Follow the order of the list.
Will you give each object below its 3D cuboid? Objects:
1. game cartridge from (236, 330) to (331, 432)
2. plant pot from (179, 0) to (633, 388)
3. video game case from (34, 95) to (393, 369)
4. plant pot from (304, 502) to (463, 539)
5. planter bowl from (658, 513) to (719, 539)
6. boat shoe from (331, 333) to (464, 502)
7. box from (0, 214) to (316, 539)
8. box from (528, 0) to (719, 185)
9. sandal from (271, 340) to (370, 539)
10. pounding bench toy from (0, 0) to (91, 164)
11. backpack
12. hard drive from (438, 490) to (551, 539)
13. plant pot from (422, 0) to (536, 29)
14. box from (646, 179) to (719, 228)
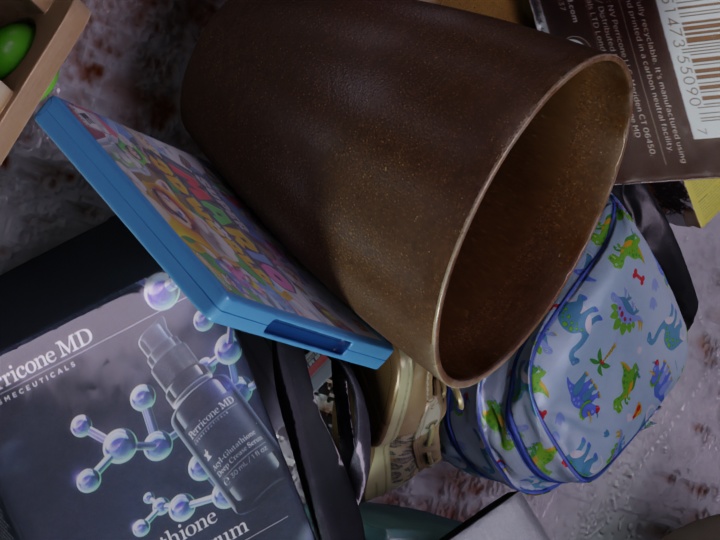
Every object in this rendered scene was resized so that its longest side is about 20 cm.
[{"bbox_3d":[-0.042,-0.003,1.288,0.200,0.041,0.134,-46,119,-25],"label":"game cartridge"},{"bbox_3d":[0.010,-0.068,1.148,0.187,0.199,0.188,-48,155,-31],"label":"plant pot"},{"bbox_3d":[-0.069,-0.016,1.108,0.018,0.143,0.200,-47,157,10],"label":"video game case"},{"bbox_3d":[0.049,0.218,1.333,0.199,0.141,0.142,24,81,-37],"label":"plant pot"},{"bbox_3d":[0.232,0.258,1.478,0.200,0.134,0.202,7,82,-53],"label":"planter bowl"},{"bbox_3d":[0.023,0.071,1.267,0.062,0.200,0.074,-16,68,-13],"label":"boat shoe"},{"bbox_3d":[-0.131,0.094,1.162,0.148,0.107,0.201,-28,114,-18],"label":"box"},{"bbox_3d":[0.223,-0.166,1.291,0.200,0.163,0.167,-40,118,-46],"label":"box"},{"bbox_3d":[-0.012,0.106,1.201,0.043,0.076,0.202,-14,81,-7],"label":"sandal"},{"bbox_3d":[-0.213,-0.144,1.062,0.156,0.124,0.201,41,71,-36],"label":"pounding bench toy"},{"bbox_3d":[0.124,0.046,1.380,0.200,0.154,0.164,-38,126,-15],"label":"backpack"},{"bbox_3d":[0.085,0.246,1.232,0.139,0.033,0.201,-33,89,-15],"label":"hard drive"},{"bbox_3d":[0.081,-0.109,1.284,0.199,0.027,0.202,-7,101,-43],"label":"plant pot"},{"bbox_3d":[0.180,-0.125,1.430,0.050,0.075,0.201,-40,119,-30],"label":"box"}]
